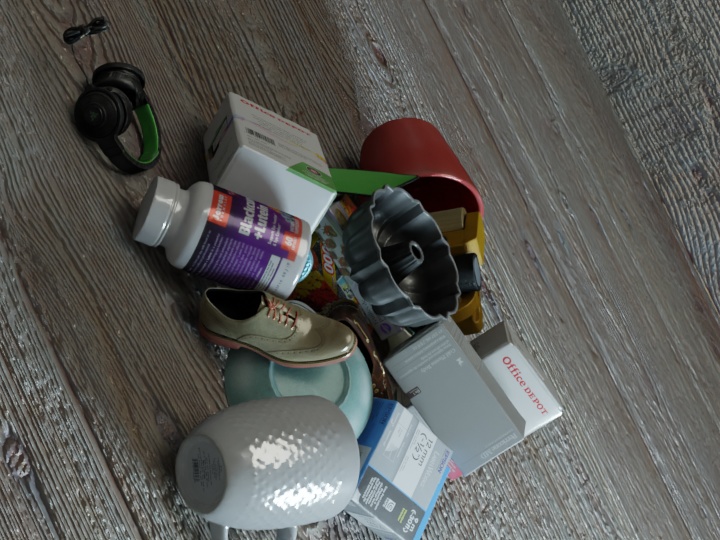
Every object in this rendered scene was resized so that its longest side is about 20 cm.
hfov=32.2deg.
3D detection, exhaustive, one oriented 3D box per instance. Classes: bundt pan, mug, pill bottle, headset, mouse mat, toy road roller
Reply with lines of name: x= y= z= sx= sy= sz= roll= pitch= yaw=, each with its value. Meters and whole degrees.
bundt pan: x=0.048 y=-0.010 z=1.693 sx=0.202 sy=0.076 sz=0.202 roll=39 pitch=36 yaw=-36
mug: x=-0.114 y=0.244 z=1.404 sx=0.175 sy=0.147 sz=0.201 roll=1 pitch=94 yaw=-47
pill bottle: x=-0.170 y=-0.042 z=1.526 sx=0.200 sy=0.111 sz=0.112 roll=20 pitch=44 yaw=-18
headset: x=-0.297 y=-0.215 z=1.533 sx=0.200 sy=0.094 sz=0.124 roll=59 pitch=26 yaw=-30
mouse mat: x=-0.031 y=-0.131 z=1.819 sx=0.161 sy=0.199 sz=0.008 roll=-30 pitch=123 yaw=-61
toy road roller: x=0.130 y=0.012 z=1.889 sx=0.200 sy=0.123 sz=0.146 roll=-80 pitch=157 yaw=-53

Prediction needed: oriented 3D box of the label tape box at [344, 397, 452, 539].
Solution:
label tape box: x=0.056 y=0.279 z=1.648 sx=0.200 sy=0.066 sz=0.144 roll=43 pitch=63 yaw=-33

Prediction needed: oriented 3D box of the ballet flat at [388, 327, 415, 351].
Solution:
ballet flat: x=0.091 y=0.151 z=1.889 sx=0.200 sy=0.069 sz=0.070 roll=46 pitch=32 yaw=-27

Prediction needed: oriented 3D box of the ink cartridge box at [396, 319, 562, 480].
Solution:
ink cartridge box: x=0.174 y=0.191 z=1.831 sx=0.147 sy=0.200 sz=0.083 roll=52 pitch=14 yaw=-17

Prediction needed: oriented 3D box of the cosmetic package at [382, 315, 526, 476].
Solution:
cosmetic package: x=0.133 y=0.171 z=1.733 sx=0.200 sy=0.107 sz=0.090 roll=53 pitch=13 yaw=0

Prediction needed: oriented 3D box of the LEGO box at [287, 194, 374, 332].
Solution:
LEGO box: x=-0.034 y=0.004 z=1.794 sx=0.149 sy=0.077 sz=0.200 roll=53 pitch=29 yaw=-16

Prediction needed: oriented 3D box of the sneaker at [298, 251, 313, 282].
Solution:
sneaker: x=-0.162 y=-0.057 z=1.655 sx=0.200 sy=0.080 sz=0.131 roll=29 pitch=14 yaw=-19

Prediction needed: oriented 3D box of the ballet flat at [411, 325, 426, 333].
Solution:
ballet flat: x=0.049 y=0.046 z=1.931 sx=0.200 sy=0.057 sz=0.066 roll=56 pitch=14 yaw=3

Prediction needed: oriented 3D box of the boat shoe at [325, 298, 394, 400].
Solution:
boat shoe: x=-0.003 y=0.140 z=1.691 sx=0.070 sy=0.070 sz=0.200 roll=-96 pitch=166 yaw=-72

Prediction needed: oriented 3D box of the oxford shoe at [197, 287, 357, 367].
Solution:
oxford shoe: x=-0.101 y=0.066 z=1.513 sx=0.075 sy=0.199 sz=0.071 roll=98 pitch=0 yaw=-55

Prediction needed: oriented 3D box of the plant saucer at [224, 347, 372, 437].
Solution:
plant saucer: x=-0.069 y=0.136 z=1.559 sx=0.200 sy=0.039 sz=0.202 roll=10 pitch=63 yaw=-21

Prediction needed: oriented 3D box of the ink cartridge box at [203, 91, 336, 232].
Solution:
ink cartridge box: x=-0.125 y=-0.142 z=1.663 sx=0.145 sy=0.084 sz=0.200 roll=25 pitch=21 yaw=-22

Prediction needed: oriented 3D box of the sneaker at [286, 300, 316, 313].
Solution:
sneaker: x=-0.063 y=0.136 z=1.628 sx=0.200 sy=0.078 sz=0.079 roll=63 pitch=22 yaw=-2

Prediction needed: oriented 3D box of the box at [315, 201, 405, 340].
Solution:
box: x=0.000 y=0.000 z=1.728 sx=0.200 sy=0.039 sz=0.041 roll=59 pitch=30 yaw=-5

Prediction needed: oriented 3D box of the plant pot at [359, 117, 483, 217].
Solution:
plant pot: x=0.083 y=-0.139 z=2.013 sx=0.200 sy=0.200 sz=0.178 roll=36 pitch=28 yaw=-39
